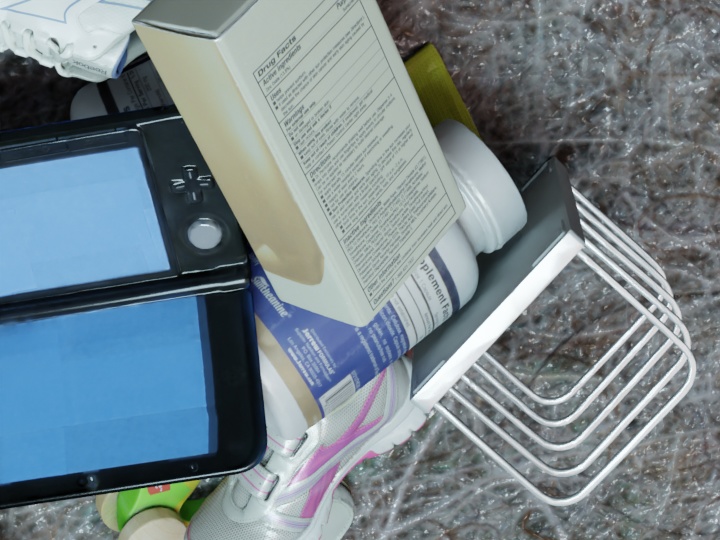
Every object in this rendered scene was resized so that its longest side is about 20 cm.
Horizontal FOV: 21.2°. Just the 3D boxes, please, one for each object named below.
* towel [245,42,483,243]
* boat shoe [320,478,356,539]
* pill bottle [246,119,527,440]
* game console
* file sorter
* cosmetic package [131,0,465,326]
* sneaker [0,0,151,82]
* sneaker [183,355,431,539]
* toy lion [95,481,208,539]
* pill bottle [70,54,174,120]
[{"bbox_3d":[-0.013,-0.051,1.207,0.199,0.018,0.086,-39,128,-11],"label":"towel"},{"bbox_3d":[-0.076,0.226,1.362,0.200,0.069,0.075,-44,126,10],"label":"boat shoe"},{"bbox_3d":[0.000,0.000,1.159,0.199,0.111,0.111,-38,128,-12],"label":"pill bottle"},{"bbox_3d":[-0.160,0.022,1.046,0.198,0.119,0.172,-9,128,3],"label":"game console"},{"bbox_3d":[0.123,0.039,1.210,0.124,0.200,0.139,40,104,-8],"label":"file sorter"},{"bbox_3d":[-0.028,-0.080,1.017,0.105,0.071,0.201,-47,131,-27],"label":"cosmetic package"},{"bbox_3d":[-0.169,-0.148,1.058,0.198,0.088,0.075,-6,167,-7],"label":"sneaker"},{"bbox_3d":[-0.047,0.111,1.238,0.200,0.081,0.088,-48,135,-11],"label":"sneaker"},{"bbox_3d":[-0.080,0.091,1.284,0.190,0.069,0.202,-12,125,-22],"label":"toy lion"},{"bbox_3d":[-0.101,-0.076,1.130,0.199,0.112,0.112,-26,127,-2],"label":"pill bottle"}]
